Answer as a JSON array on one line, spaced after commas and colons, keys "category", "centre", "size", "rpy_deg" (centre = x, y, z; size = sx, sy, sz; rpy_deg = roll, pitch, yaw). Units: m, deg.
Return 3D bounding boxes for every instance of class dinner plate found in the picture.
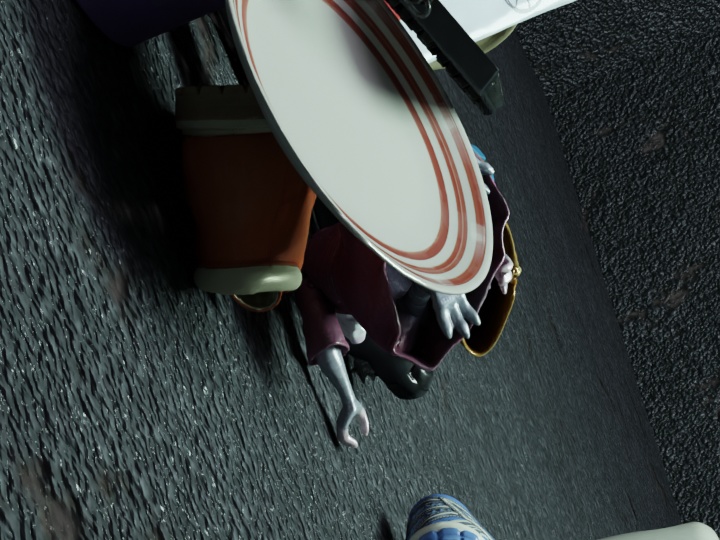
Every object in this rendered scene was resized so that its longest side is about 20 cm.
[{"category": "dinner plate", "centre": [-0.004, -0.074, 0.996], "size": [0.200, 0.024, 0.201], "rpy_deg": [43, 28, -30]}]

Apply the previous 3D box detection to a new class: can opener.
[{"category": "can opener", "centre": [0.009, 0.004, 1.325], "size": [0.064, 0.078, 0.200], "rpy_deg": [56, 6, -37]}]

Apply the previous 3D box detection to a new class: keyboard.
[{"category": "keyboard", "centre": [0.002, -0.161, 1.068], "size": [0.200, 0.021, 0.127], "rpy_deg": [50, -3, 15]}]

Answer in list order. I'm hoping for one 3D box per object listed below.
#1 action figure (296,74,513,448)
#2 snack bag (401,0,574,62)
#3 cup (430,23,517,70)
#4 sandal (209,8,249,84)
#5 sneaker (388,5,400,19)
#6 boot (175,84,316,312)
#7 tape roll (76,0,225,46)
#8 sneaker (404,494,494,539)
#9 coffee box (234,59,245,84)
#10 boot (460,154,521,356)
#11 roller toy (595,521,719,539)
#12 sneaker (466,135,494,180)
[{"category": "action figure", "centre": [0.000, 0.000, 1.157], "size": [0.149, 0.134, 0.200], "rpy_deg": [44, -19, -13]}, {"category": "snack bag", "centre": [0.057, -0.239, 1.356], "size": [0.021, 0.199, 0.190], "rpy_deg": [-18, -84, 56]}, {"category": "cup", "centre": [0.042, -0.222, 1.449], "size": [0.200, 0.199, 0.144], "rpy_deg": [49, 22, -62]}, {"category": "sandal", "centre": [-0.050, -0.140, 1.192], "size": [0.202, 0.057, 0.080], "rpy_deg": [57, -7, 9]}, {"category": "sneaker", "centre": [-0.044, -0.211, 1.204], "size": [0.199, 0.079, 0.115], "rpy_deg": [36, -14, -9]}, {"category": "boot", "centre": [-0.055, -0.035, 1.069], "size": [0.200, 0.074, 0.108], "rpy_deg": [-23, 110, -85]}, {"category": "tape roll", "centre": [-0.114, -0.217, 1.045], "size": [0.200, 0.084, 0.201], "rpy_deg": [-22, 90, -81]}, {"category": "sneaker", "centre": [0.082, 0.209, 1.251], "size": [0.085, 0.077, 0.201], "rpy_deg": [-102, 168, -61]}, {"category": "coffee box", "centre": [-0.061, -0.213, 1.330], "size": [0.113, 0.079, 0.201], "rpy_deg": [-69, 137, -76]}, {"category": "boot", "centre": [0.053, 0.012, 1.357], "size": [0.144, 0.070, 0.202], "rpy_deg": [-111, -162, -49]}, {"category": "roller toy", "centre": [0.220, 0.290, 1.637], "size": [0.200, 0.139, 0.184], "rpy_deg": [-83, 161, -74]}, {"category": "sneaker", "centre": [0.002, -0.106, 1.508], "size": [0.200, 0.082, 0.073], "rpy_deg": [49, 22, -5]}]
